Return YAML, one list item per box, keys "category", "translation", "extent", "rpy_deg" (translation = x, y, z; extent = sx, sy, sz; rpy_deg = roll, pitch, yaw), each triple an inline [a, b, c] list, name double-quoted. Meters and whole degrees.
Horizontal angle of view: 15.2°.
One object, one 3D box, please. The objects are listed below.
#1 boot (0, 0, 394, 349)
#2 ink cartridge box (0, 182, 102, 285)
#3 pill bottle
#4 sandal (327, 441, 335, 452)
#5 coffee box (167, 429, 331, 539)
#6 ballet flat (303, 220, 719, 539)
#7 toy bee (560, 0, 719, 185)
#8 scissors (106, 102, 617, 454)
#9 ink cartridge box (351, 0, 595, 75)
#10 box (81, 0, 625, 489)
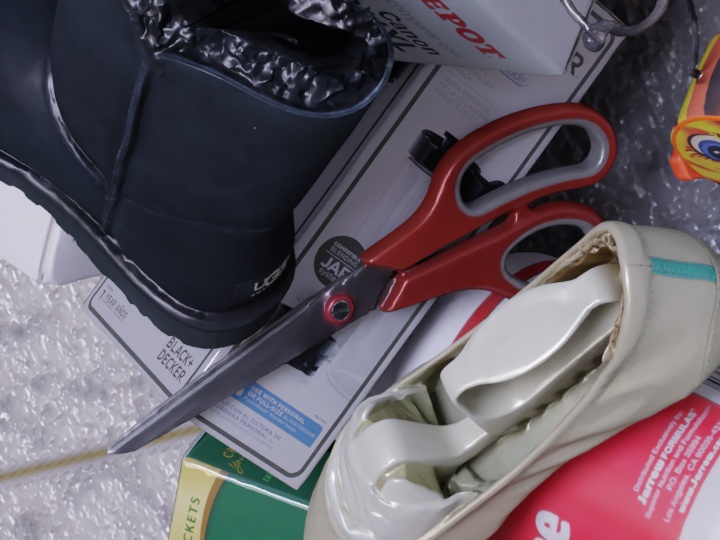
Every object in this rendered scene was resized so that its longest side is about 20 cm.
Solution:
- category: "boot"
  translation: [-0.081, -0.083, 0.841]
  extent: [0.200, 0.076, 0.168]
  rpy_deg: [44, 149, 12]
- category: "ink cartridge box"
  translation: [-0.136, -0.086, 1.100]
  extent: [0.200, 0.146, 0.085]
  rpy_deg: [32, 119, 29]
- category: "pill bottle"
  translation: [0.082, 0.062, 0.972]
  extent: [0.199, 0.112, 0.113]
  rpy_deg: [26, 117, 34]
- category: "sandal"
  translation: [-0.041, 0.045, 1.092]
  extent: [0.057, 0.080, 0.202]
  rpy_deg: [11, 110, 26]
- category: "coffee box"
  translation: [0.017, 0.145, 1.048]
  extent: [0.199, 0.044, 0.124]
  rpy_deg: [21, 121, 12]
- category: "ballet flat"
  translation: [0.036, 0.048, 0.896]
  extent: [0.200, 0.069, 0.070]
  rpy_deg: [-40, 75, 29]
- category: "toy bee"
  translation: [0.151, -0.052, 0.890]
  extent: [0.200, 0.131, 0.109]
  rpy_deg: [46, 163, 2]
- category: "scissors"
  translation: [0.000, 0.000, 0.912]
  extent: [0.014, 0.199, 0.074]
  rpy_deg: [-138, 33, -61]
- category: "ink cartridge box"
  translation: [-0.031, -0.137, 0.881]
  extent: [0.199, 0.146, 0.083]
  rpy_deg: [10, 71, 42]
- category: "box"
  translation: [-0.005, -0.035, 0.967]
  extent: [0.200, 0.060, 0.117]
  rpy_deg: [-55, 29, 1]
